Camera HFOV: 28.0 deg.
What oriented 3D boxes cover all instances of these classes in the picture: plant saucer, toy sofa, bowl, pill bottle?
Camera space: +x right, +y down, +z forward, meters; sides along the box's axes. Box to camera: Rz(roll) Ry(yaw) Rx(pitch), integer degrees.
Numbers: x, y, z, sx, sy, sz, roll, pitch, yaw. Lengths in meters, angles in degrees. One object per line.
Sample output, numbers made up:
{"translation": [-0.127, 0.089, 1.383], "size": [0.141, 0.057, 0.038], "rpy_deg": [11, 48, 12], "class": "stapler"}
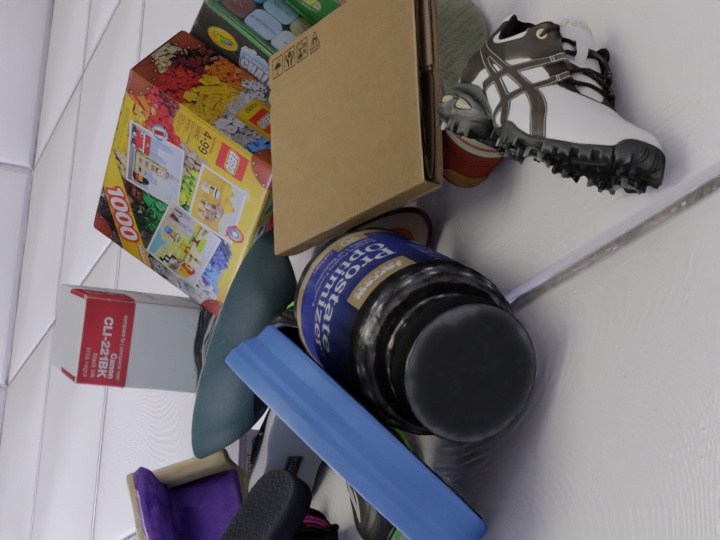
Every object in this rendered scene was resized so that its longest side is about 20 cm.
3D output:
{"translation": [-0.087, 0.067, 1.214], "size": [0.201, 0.039, 0.201], "rpy_deg": [18, -90, -82], "class": "plant saucer"}
{"translation": [-0.131, 0.255, 1.220], "size": [0.098, 0.083, 0.200], "rpy_deg": [58, -164, -60], "class": "toy sofa"}
{"translation": [0.000, 0.110, 0.906], "size": [0.039, 0.201, 0.201], "rpy_deg": [-46, 22, -4], "class": "bowl"}
{"translation": [0.034, 0.041, 0.938], "size": [0.200, 0.112, 0.112], "rpy_deg": [-150, 71, -69], "class": "pill bottle"}

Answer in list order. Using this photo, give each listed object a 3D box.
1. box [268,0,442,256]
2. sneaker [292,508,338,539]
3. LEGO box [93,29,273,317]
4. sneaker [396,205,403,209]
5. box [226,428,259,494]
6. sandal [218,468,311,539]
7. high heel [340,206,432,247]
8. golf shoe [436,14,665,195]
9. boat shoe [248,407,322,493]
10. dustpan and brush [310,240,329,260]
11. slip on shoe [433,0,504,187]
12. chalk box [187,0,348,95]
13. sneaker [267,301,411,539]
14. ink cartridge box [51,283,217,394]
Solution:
{"translation": [-0.008, -0.110, 1.031], "size": [0.200, 0.021, 0.164], "rpy_deg": [-23, 65, 54], "class": "box"}
{"translation": [-0.050, 0.228, 1.105], "size": [0.200, 0.077, 0.084], "rpy_deg": [-145, 64, -66], "class": "sneaker"}
{"translation": [-0.134, -0.078, 1.228], "size": [0.077, 0.149, 0.200], "rpy_deg": [-47, -12, -41], "class": "LEGO box"}
{"translation": [0.019, -0.108, 1.129], "size": [0.096, 0.079, 0.200], "rpy_deg": [104, 170, -46], "class": "sneaker"}
{"translation": [-0.103, 0.244, 1.305], "size": [0.041, 0.039, 0.200], "rpy_deg": [139, 137, -57], "class": "box"}
{"translation": [-0.097, 0.240, 1.059], "size": [0.200, 0.043, 0.076], "rpy_deg": [-52, 31, -4], "class": "sandal"}
{"translation": [0.000, 0.000, 1.143], "size": [0.200, 0.067, 0.096], "rpy_deg": [-40, 5, 36], "class": "high heel"}
{"translation": [0.115, -0.105, 0.845], "size": [0.200, 0.078, 0.095], "rpy_deg": [33, 98, 57], "class": "golf shoe"}
{"translation": [-0.051, 0.126, 1.197], "size": [0.200, 0.070, 0.066], "rpy_deg": [109, 157, -43], "class": "boat shoe"}
{"translation": [-0.029, -0.046, 1.214], "size": [0.200, 0.057, 0.140], "rpy_deg": [176, 102, -69], "class": "dustpan and brush"}
{"translation": [0.058, -0.138, 1.024], "size": [0.061, 0.074, 0.200], "rpy_deg": [116, 150, -42], "class": "slip on shoe"}
{"translation": [-0.070, -0.188, 1.240], "size": [0.124, 0.125, 0.200], "rpy_deg": [-48, -3, -41], "class": "chalk box"}
{"translation": [-0.019, 0.112, 1.055], "size": [0.077, 0.084, 0.200], "rpy_deg": [-52, 52, 49], "class": "sneaker"}
{"translation": [-0.177, 0.067, 1.361], "size": [0.144, 0.199, 0.084], "rpy_deg": [-170, 87, -69], "class": "ink cartridge box"}
